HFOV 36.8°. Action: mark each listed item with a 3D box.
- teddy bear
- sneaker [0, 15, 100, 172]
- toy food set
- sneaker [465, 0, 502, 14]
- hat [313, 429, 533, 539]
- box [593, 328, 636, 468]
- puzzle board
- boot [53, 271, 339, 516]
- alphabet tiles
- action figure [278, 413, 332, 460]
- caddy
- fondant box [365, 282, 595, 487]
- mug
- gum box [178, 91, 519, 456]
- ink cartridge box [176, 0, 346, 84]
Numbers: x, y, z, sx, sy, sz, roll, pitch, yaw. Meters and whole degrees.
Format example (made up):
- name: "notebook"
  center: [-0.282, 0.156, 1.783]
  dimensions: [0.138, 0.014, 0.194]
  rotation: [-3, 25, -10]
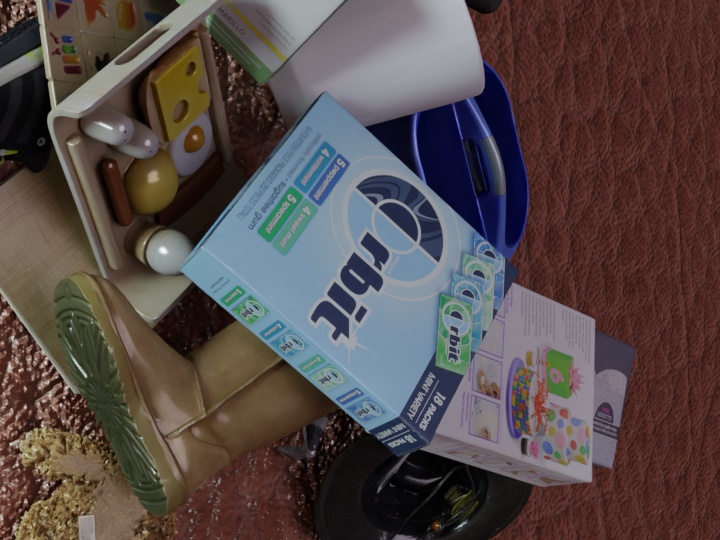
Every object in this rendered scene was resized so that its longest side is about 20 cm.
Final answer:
- name: "teddy bear"
  center: [-0.183, 0.169, 0.752]
  dimensions: [0.145, 0.067, 0.201]
  rotation: [25, 77, -28]
- name: "sneaker"
  center: [-0.227, -0.091, 0.675]
  dimensions: [0.200, 0.072, 0.083]
  rotation: [-45, 121, -34]
- name: "toy food set"
  center: [-0.120, -0.074, 0.726]
  dimensions: [0.144, 0.060, 0.200]
  rotation: [-50, 154, -31]
- name: "sneaker"
  center: [0.050, -0.268, 0.960]
  dimensions: [0.200, 0.075, 0.080]
  rotation: [21, 98, -43]
- name: "hat"
  center: [0.048, 0.175, 0.952]
  dimensions: [0.200, 0.081, 0.201]
  rotation: [-9, 127, -12]
- name: "box"
  center: [0.165, 0.110, 1.054]
  dimensions: [0.200, 0.114, 0.133]
  rotation: [23, 76, -43]
- name: "puzzle board"
  center: [-0.173, -0.033, 0.775]
  dimensions: [0.200, 0.017, 0.151]
  rotation: [-48, 122, -33]
- name: "boot"
  center: [-0.095, 0.048, 0.746]
  dimensions: [0.200, 0.066, 0.176]
  rotation: [-31, 109, -39]
- name: "alphabet tiles"
  center: [-0.163, -0.189, 0.732]
  dimensions: [0.167, 0.008, 0.201]
  rotation: [-10, 92, -63]
- name: "action figure"
  center: [0.000, 0.072, 0.898]
  dimensions: [0.194, 0.104, 0.200]
  rotation: [-50, 124, -20]
- name: "caddy"
  center: [0.084, -0.093, 0.965]
  dimensions: [0.141, 0.105, 0.201]
  rotation: [-34, 115, -40]
- name: "fondant box"
  center: [0.103, 0.082, 0.871]
  dimensions: [0.199, 0.058, 0.145]
  rotation: [22, 62, -31]
- name: "mug"
  center: [-0.008, -0.189, 0.848]
  dimensions: [0.153, 0.187, 0.150]
  rotation: [-24, 139, -1]
- name: "gum box"
  center: [0.000, 0.000, 0.758]
  dimensions: [0.200, 0.045, 0.170]
  rotation: [41, 53, -11]
- name: "ink cartridge box"
  center: [-0.049, -0.238, 0.696]
  dimensions: [0.146, 0.200, 0.048]
  rotation: [44, 37, -11]
